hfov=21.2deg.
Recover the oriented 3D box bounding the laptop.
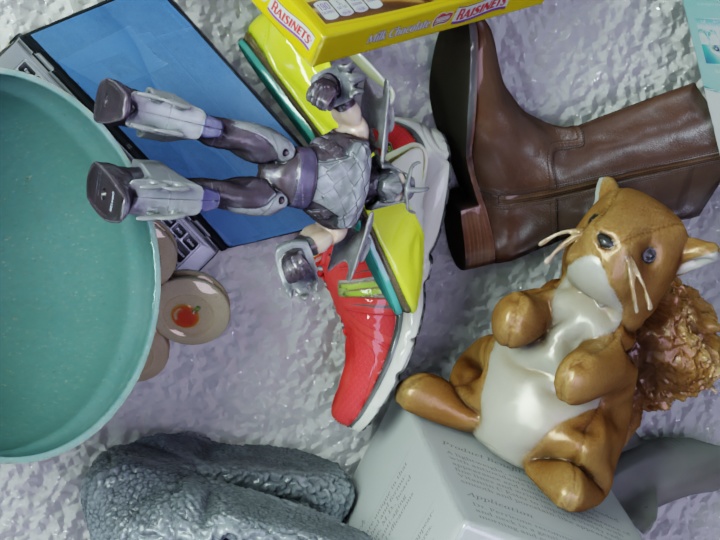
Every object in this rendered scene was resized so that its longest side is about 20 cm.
[{"bbox_3d":[-0.144,-0.041,1.108,0.200,0.116,0.187,-44,117,-3],"label":"laptop"}]

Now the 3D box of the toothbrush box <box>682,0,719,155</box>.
[{"bbox_3d":[0.281,-0.186,1.220,0.146,0.085,0.201,-37,119,-32],"label":"toothbrush box"}]

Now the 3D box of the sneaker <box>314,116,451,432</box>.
[{"bbox_3d":[0.000,0.000,1.215,0.084,0.077,0.202,11,99,-5],"label":"sneaker"}]

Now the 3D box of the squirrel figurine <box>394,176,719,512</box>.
[{"bbox_3d":[0.152,0.037,1.230,0.199,0.141,0.188,8,111,-57],"label":"squirrel figurine"}]

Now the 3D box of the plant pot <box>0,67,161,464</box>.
[{"bbox_3d":[-0.224,0.003,1.017,0.199,0.133,0.203,8,79,-46],"label":"plant pot"}]

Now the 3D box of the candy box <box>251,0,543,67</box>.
[{"bbox_3d":[0.014,-0.175,1.093,0.199,0.102,0.027,-21,148,-43],"label":"candy box"}]

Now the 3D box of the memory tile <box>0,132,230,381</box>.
[{"bbox_3d":[-0.183,-0.002,1.122,0.153,0.017,0.200,-30,119,22],"label":"memory tile"}]

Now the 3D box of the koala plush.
[{"bbox_3d":[-0.102,0.219,1.193,0.182,0.177,0.202,13,103,-13],"label":"koala plush"}]

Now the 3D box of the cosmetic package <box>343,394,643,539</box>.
[{"bbox_3d":[0.075,0.208,1.213,0.164,0.200,0.166,24,104,-16],"label":"cosmetic package"}]

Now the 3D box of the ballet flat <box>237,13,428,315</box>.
[{"bbox_3d":[0.001,-0.074,1.144,0.067,0.067,0.201,-30,85,-5],"label":"ballet flat"}]

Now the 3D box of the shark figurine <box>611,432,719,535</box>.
[{"bbox_3d":[0.170,0.184,1.328,0.215,0.089,0.128,-47,116,-4],"label":"shark figurine"}]

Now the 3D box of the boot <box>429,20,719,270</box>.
[{"bbox_3d":[0.148,-0.100,1.232,0.198,0.064,0.188,-13,125,-14],"label":"boot"}]

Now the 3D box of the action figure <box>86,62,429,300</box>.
[{"bbox_3d":[-0.048,-0.051,1.038,0.198,0.069,0.132,5,92,-29],"label":"action figure"}]
